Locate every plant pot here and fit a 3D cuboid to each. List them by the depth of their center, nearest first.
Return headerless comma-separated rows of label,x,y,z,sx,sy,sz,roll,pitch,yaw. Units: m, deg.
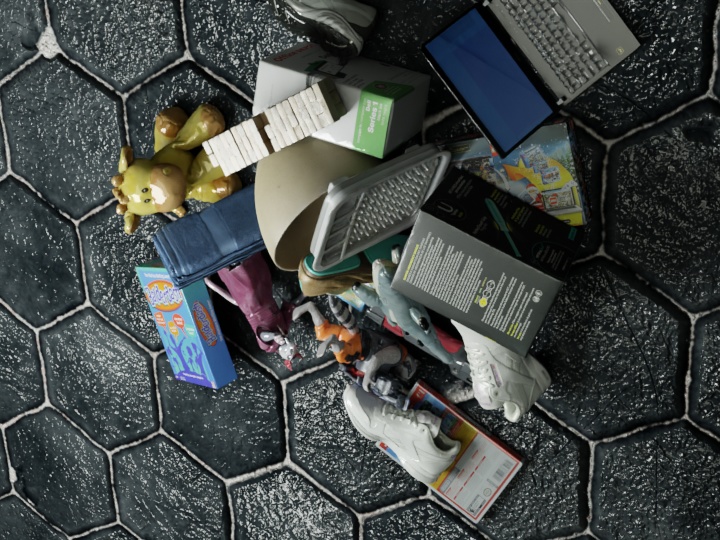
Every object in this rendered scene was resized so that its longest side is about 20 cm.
plant pot,-0.068,-0.116,1.461,0.135,0.199,0.201,53,124,21

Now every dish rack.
dish rack,0.018,-0.090,1.403,0.044,0.198,0.173,53,151,21

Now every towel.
towel,-0.198,-0.055,1.557,0.112,0.198,0.049,55,168,39

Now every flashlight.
flashlight,0.105,0.086,1.545,0.198,0.068,0.068,29,145,8

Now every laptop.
laptop,0.208,-0.277,1.319,0.199,0.103,0.178,-37,92,32

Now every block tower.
block tower,-0.107,-0.183,1.368,0.198,0.058,0.055,-20,102,34

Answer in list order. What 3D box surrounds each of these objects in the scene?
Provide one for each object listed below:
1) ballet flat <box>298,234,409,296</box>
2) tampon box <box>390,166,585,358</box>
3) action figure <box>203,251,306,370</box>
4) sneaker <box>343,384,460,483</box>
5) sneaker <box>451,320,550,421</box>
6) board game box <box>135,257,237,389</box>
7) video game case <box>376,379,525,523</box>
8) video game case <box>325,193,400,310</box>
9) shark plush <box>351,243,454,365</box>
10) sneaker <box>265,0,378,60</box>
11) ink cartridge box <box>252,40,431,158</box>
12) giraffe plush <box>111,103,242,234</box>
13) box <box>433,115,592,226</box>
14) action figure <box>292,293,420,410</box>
ballet flat,0.000,0.000,1.503,0.068,0.197,0.073,59,148,30
tampon box,0.164,-0.014,1.377,0.198,0.150,0.128,28,124,9
action figure,-0.155,0.064,1.617,0.147,0.134,0.203,-22,97,32
sneaker,0.064,0.225,1.592,0.199,0.075,0.100,39,119,-11
sneaker,0.182,0.128,1.453,0.200,0.100,0.075,45,165,-28
board game box,-0.278,0.081,1.699,0.151,0.045,0.203,2,113,55
video game case,0.134,0.277,1.631,0.199,0.017,0.144,36,121,8
video game case,-0.018,-0.057,1.568,0.142,0.018,0.202,32,120,12
shark plush,0.063,0.063,1.460,0.083,0.090,0.202,31,148,60
sneaker,-0.059,-0.357,1.443,0.199,0.080,0.074,35,163,24
ink cartridge box,-0.025,-0.232,1.425,0.197,0.146,0.086,19,118,17
giraffe plush,-0.290,-0.141,1.579,0.198,0.162,0.175,-20,102,30
box,0.198,-0.119,1.427,0.197,0.038,0.139,-7,107,28
action figure,0.014,0.119,1.543,0.199,0.192,0.106,27,91,56
